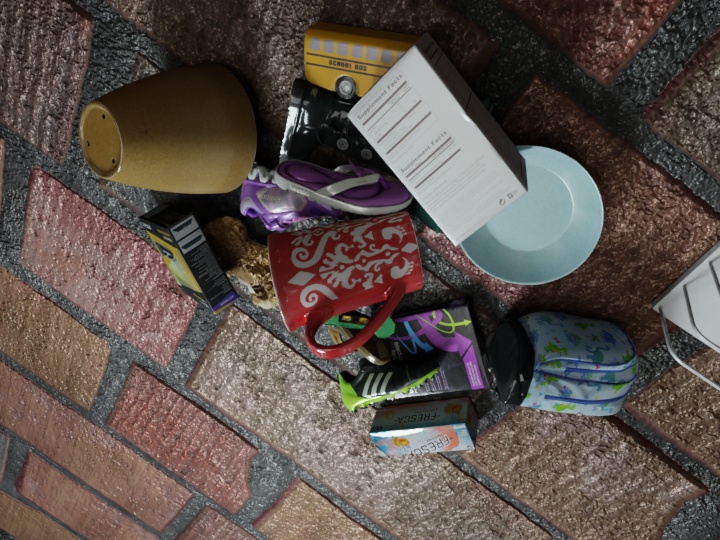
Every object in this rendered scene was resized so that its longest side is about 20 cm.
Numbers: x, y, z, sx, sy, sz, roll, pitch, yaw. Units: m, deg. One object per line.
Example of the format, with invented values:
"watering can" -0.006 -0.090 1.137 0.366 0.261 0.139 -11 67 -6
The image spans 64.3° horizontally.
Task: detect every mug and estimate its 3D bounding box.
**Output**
"mug" -0.014 0.015 0.791 0.193 0.133 0.184 -14 88 -1

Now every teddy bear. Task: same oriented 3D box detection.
"teddy bear" -0.191 -0.013 1.001 0.199 0.067 0.145 41 144 -8

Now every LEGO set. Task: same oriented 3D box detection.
"LEGO set" 0.000 0.000 0.921 0.148 0.116 0.207 -2 110 -1

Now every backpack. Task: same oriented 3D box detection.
"backpack" 0.307 0.139 0.850 0.195 0.164 0.157 23 113 -3

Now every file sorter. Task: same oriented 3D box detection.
"file sorter" 0.504 0.049 0.731 0.136 0.126 0.202 31 128 -1

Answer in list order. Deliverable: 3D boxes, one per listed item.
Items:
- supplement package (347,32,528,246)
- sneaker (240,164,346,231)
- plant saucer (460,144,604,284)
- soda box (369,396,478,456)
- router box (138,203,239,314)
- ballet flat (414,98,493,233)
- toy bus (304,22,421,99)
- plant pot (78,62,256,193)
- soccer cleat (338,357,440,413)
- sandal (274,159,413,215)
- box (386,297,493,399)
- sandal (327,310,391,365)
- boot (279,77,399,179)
"supplement package" 0.095 -0.156 0.679 0.109 0.114 0.201 -36 102 28
"sneaker" -0.107 -0.099 0.871 0.195 0.080 0.092 18 93 24
"plant saucer" 0.225 -0.077 0.779 0.194 0.039 0.207 11 124 16
"soda box" 0.119 0.293 1.068 0.194 0.069 0.065 -14 116 27
"router box" -0.294 -0.025 0.970 0.198 0.052 0.161 16 136 56
"ballet flat" 0.118 -0.146 0.790 0.069 0.068 0.204 25 126 12
"toy bus" 0.026 -0.266 0.748 0.193 0.066 0.081 13 124 13
"plant pot" -0.277 -0.190 0.797 0.181 0.198 0.193 11 110 31
"soccer cleat" 0.042 0.176 0.965 0.196 0.067 0.083 -26 79 29
"sandal" -0.023 -0.123 0.781 0.195 0.084 0.051 9 132 1
"box" 0.113 0.137 0.972 0.195 0.036 0.147 -14 100 30
"sandal" -0.025 0.101 0.970 0.197 0.079 0.055 33 119 28
"boot" -0.014 -0.176 0.825 0.193 0.068 0.166 15 152 -7
